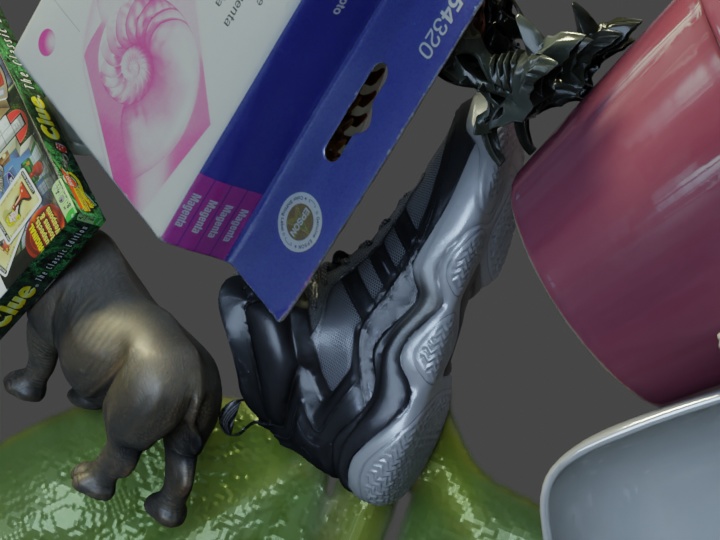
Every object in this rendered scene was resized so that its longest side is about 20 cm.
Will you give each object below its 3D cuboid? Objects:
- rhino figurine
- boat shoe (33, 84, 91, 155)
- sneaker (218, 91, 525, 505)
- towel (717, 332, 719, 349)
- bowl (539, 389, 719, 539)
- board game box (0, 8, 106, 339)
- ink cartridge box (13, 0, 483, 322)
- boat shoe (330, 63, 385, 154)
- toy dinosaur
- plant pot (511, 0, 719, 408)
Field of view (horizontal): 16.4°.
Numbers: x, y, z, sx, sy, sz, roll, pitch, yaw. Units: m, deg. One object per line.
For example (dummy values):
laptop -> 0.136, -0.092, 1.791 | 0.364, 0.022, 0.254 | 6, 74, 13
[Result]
rhino figurine -> -0.131, 0.028, 1.200 | 0.200, 0.060, 0.088 | 48, 123, 37
boat shoe -> -0.081, -0.137, 1.227 | 0.072, 0.060, 0.202 | 44, 95, -13
sneaker -> 0.000, 0.000, 1.167 | 0.114, 0.075, 0.200 | 19, 88, 16
towel -> 0.238, 0.074, 0.983 | 0.132, 0.034, 0.200 | -26, 104, 14
bowl -> 0.191, 0.139, 1.068 | 0.200, 0.075, 0.200 | -15, 94, 14
board game box -> -0.196, -0.065, 1.224 | 0.105, 0.023, 0.200 | -48, 53, 27
ink cartridge box -> -0.053, -0.115, 1.098 | 0.200, 0.043, 0.197 | 49, 118, 35
boat shoe -> -0.013, -0.129, 1.164 | 0.060, 0.072, 0.202 | 16, 106, -23
toy dinosaur -> 0.043, -0.122, 1.096 | 0.136, 0.102, 0.200 | 41, 135, 11
plant pot -> 0.172, -0.040, 1.075 | 0.179, 0.200, 0.200 | -35, 72, 23
